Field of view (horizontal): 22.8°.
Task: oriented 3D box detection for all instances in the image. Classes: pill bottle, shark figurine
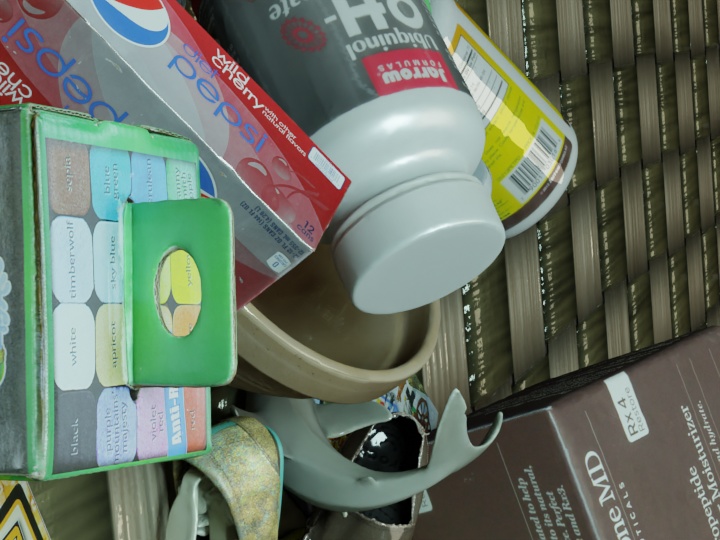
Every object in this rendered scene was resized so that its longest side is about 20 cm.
[{"bbox_3d":[0.050,-0.115,1.201,0.200,0.109,0.110,42,46,-32],"label":"pill bottle"},{"bbox_3d":[-0.005,-0.084,0.883,0.201,0.110,0.111,65,13,23],"label":"pill bottle"},{"bbox_3d":[-0.026,0.094,0.997,0.089,0.214,0.129,40,77,-37],"label":"shark figurine"}]

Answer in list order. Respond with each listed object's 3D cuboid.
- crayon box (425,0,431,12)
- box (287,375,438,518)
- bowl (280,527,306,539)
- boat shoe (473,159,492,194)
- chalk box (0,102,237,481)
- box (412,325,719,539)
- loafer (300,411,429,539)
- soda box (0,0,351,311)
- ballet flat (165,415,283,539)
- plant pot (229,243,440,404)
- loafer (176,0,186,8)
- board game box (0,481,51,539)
[{"bbox_3d":[-0.022,-0.158,1.055,0.058,0.118,0.202,-40,125,-64],"label":"crayon box"},{"bbox_3d":[-0.002,0.108,1.194,0.200,0.037,0.138,59,35,-52],"label":"box"},{"bbox_3d":[0.009,0.264,1.114,0.200,0.107,0.203,-2,90,-69],"label":"bowl"},{"bbox_3d":[0.000,0.000,1.060,0.199,0.069,0.057,-31,138,-20],"label":"boat shoe"},{"bbox_3d":[-0.129,0.011,0.645,0.124,0.198,0.126,5,83,-69],"label":"chalk box"},{"bbox_3d":[0.154,0.155,1.180,0.199,0.164,0.167,-19,88,-44],"label":"box"},{"bbox_3d":[-0.007,0.163,1.039,0.071,0.072,0.202,108,-3,-58],"label":"loafer"},{"bbox_3d":[-0.100,-0.076,0.785,0.200,0.070,0.064,46,35,-13],"label":"soda box"},{"bbox_3d":[-0.075,0.180,0.969,0.071,0.070,0.202,-29,120,-67],"label":"ballet flat"},{"bbox_3d":[-0.058,-0.006,0.928,0.200,0.093,0.202,34,34,-27],"label":"plant pot"},{"bbox_3d":[-0.107,-0.172,0.878,0.070,0.067,0.202,43,37,-56],"label":"loafer"},{"bbox_3d":[-0.165,0.191,0.746,0.152,0.046,0.202,-61,143,-53],"label":"board game box"}]
